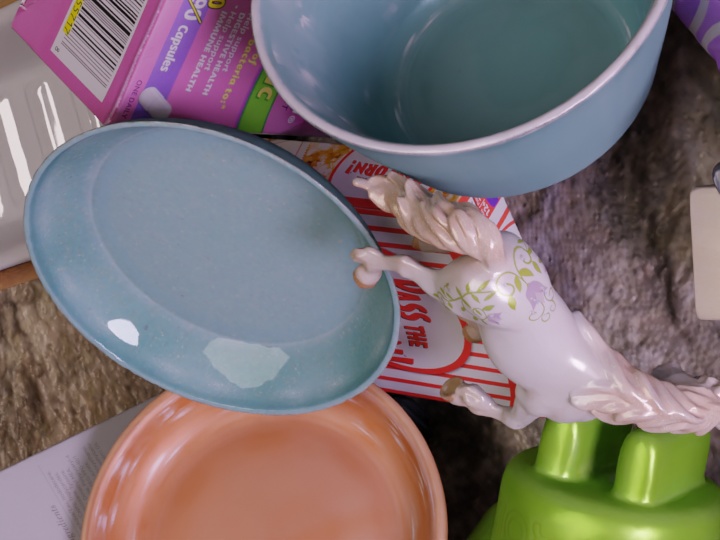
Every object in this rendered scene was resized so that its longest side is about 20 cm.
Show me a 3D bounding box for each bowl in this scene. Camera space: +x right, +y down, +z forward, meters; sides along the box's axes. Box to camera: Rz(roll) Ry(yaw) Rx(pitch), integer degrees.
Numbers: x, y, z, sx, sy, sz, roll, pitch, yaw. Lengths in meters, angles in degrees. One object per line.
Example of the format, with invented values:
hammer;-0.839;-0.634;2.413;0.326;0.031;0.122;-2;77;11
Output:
bowl;0.060;-0.114;0.910;0.200;0.105;0.201;-10;60;17

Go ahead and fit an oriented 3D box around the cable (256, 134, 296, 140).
cable;-0.117;-0.063;1.171;0.200;0.051;0.163;-16;85;37

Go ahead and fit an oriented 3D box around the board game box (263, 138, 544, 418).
board game box;0.000;0.000;1.040;0.200;0.046;0.152;7;140;37

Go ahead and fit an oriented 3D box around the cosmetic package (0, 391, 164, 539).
cosmetic package;-0.157;0.141;1.118;0.074;0.200;0.102;57;152;17

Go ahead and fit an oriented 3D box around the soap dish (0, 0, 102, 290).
soap dish;-0.184;-0.079;1.144;0.200;0.081;0.158;-16;90;41

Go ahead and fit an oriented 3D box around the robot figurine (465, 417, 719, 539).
robot figurine;0.119;0.163;0.976;0.175;0.116;0.200;14;104;30

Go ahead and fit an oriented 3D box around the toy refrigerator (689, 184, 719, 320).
toy refrigerator;0.256;-0.009;0.880;0.200;0.076;0.070;0;95;37

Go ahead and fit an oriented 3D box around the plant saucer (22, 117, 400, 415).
plant saucer;-0.071;-0.008;0.985;0.200;0.036;0.200;12;137;11

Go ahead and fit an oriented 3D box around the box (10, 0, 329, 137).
box;-0.048;-0.167;1.008;0.097;0.200;0.176;44;119;32

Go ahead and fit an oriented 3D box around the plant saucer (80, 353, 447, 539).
plant saucer;-0.049;0.143;1.033;0.200;0.037;0.200;-5;68;13

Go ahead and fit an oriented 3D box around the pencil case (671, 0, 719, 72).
pencil case;0.160;-0.175;0.926;0.084;0.085;0.200;-40;70;22

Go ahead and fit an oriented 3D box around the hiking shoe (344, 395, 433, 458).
hiking shoe;-0.010;0.166;1.099;0.087;0.074;0.200;5;88;26

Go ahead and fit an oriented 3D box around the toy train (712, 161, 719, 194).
toy train;0.244;-0.079;0.824;0.114;0.200;0.085;37;160;42

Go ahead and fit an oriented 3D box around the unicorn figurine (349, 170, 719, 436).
unicorn figurine;0.083;0.030;0.899;0.137;0.200;0.074;8;71;49
